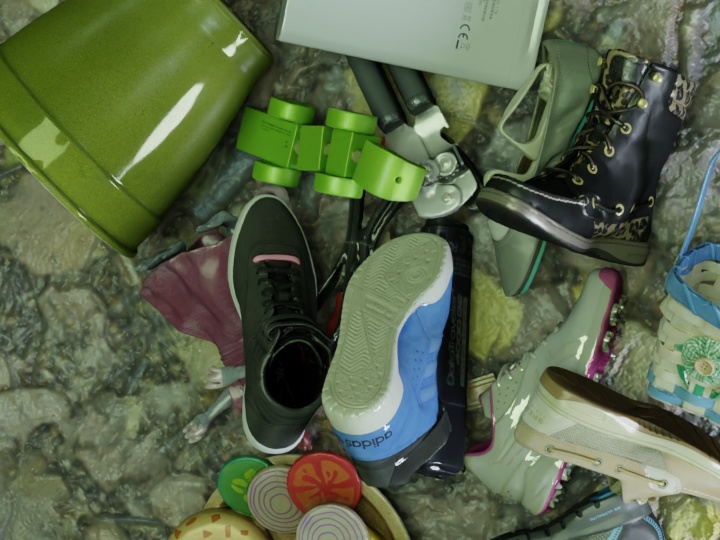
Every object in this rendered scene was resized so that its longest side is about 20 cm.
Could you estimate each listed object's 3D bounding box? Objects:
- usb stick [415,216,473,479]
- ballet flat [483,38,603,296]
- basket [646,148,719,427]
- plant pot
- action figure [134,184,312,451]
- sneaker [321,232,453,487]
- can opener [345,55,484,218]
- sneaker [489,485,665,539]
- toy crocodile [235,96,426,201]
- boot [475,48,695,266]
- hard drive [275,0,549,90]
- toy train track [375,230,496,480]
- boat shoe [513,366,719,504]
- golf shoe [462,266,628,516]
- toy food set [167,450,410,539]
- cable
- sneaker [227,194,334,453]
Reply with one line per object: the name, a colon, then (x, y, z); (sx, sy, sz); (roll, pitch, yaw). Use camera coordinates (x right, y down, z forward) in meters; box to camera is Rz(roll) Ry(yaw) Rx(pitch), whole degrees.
usb stick: (0.062, 0.060, 1.721); (0.033, 0.055, 0.201); (-5, 76, 38)
ballet flat: (0.127, -0.081, 1.704); (0.064, 0.067, 0.201); (19, 94, -12)
basket: (0.308, 0.025, 1.618); (0.176, 0.139, 0.200); (25, 110, 15)
plant pot: (-0.177, -0.147, 1.747); (0.193, 0.200, 0.200); (-42, 81, 3)
action figure: (-0.088, 0.055, 1.784); (0.149, 0.134, 0.200); (-36, 95, -25)
sneaker: (0.030, 0.072, 1.665); (0.077, 0.200, 0.111); (-1, 134, 20)
can opener: (0.035, -0.127, 1.741); (0.053, 0.066, 0.200); (-29, 76, 13)
sneaker: (0.140, 0.235, 1.718); (0.200, 0.073, 0.082); (-25, 88, 18)
toy crocodile: (-0.028, -0.094, 1.732); (0.200, 0.062, 0.068); (15, 96, 49)
boot: (0.170, -0.089, 1.635); (0.073, 0.200, 0.151); (23, 95, 40)
hard drive: (0.046, -0.220, 1.698); (0.199, 0.027, 0.132); (10, 98, -13)
toy train track: (0.040, 0.068, 1.760); (0.114, 0.033, 0.201); (-18, 87, 17)
boat shoe: (0.206, 0.138, 1.661); (0.200, 0.072, 0.065); (24, 105, -22)
golf shoe: (0.141, 0.085, 1.708); (0.091, 0.075, 0.201); (22, 98, 14)
toy food set: (-0.049, 0.238, 1.780); (0.200, 0.049, 0.198); (43, 109, 7)
cable: (0.000, 0.000, 1.751); (0.097, 0.050, 0.201); (-3, 74, 17)
sneaker: (-0.054, 0.031, 1.674); (0.070, 0.099, 0.201); (2, 75, -17)
